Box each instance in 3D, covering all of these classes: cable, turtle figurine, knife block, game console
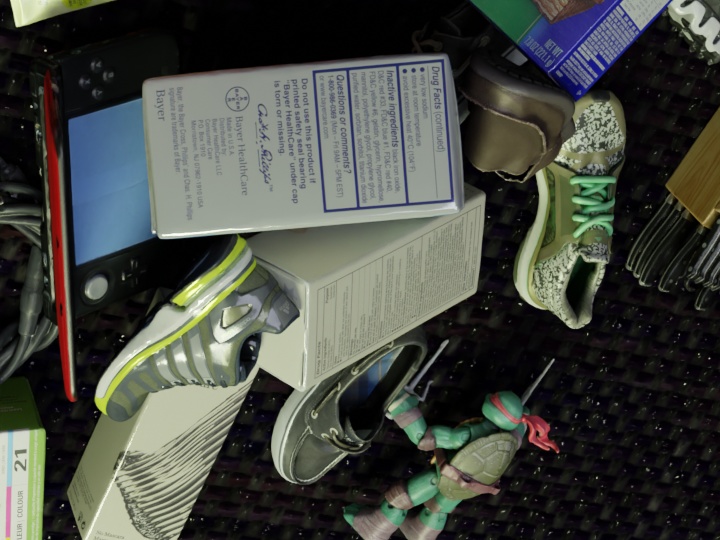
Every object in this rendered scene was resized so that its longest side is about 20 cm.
[{"bbox_3d":[-0.293,0.017,1.245,0.200,0.051,0.163,-41,130,-1],"label":"cable"},{"bbox_3d":[0.079,0.148,1.443,0.149,0.101,0.201,24,113,-32],"label":"turtle figurine"},{"bbox_3d":[0.299,-0.074,1.426,0.064,0.175,0.202,23,64,-32],"label":"knife block"},{"bbox_3d":[-0.163,-0.042,1.179,0.172,0.118,0.202,-22,127,-38],"label":"game console"}]

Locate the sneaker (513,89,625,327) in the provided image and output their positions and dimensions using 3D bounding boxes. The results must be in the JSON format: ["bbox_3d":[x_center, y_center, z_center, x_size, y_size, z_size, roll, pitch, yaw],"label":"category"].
[{"bbox_3d":[0.180,-0.043,1.360,0.076,0.089,0.202,-5,120,-19],"label":"sneaker"}]

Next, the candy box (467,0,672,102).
[{"bbox_3d":[0.152,-0.249,1.183,0.200,0.169,0.077,-47,157,8],"label":"candy box"}]

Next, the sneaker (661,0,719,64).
[{"bbox_3d":[0.241,-0.246,1.291,0.091,0.067,0.200,-45,129,5],"label":"sneaker"}]

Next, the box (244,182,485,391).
[{"bbox_3d":[0.000,0.000,1.277,0.199,0.077,0.096,-26,131,-42],"label":"box"}]

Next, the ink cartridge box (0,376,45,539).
[{"bbox_3d":[-0.342,0.168,1.291,0.198,0.076,0.149,-5,121,-21],"label":"ink cartridge box"}]

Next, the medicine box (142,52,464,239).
[{"bbox_3d":[-0.032,-0.085,1.156,0.198,0.182,0.104,-4,95,4],"label":"medicine box"}]

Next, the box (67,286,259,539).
[{"bbox_3d":[-0.153,0.119,1.344,0.082,0.068,0.201,14,114,-28],"label":"box"}]

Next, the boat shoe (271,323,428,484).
[{"bbox_3d":[-0.005,0.110,1.387,0.070,0.066,0.201,19,120,-34],"label":"boat shoe"}]

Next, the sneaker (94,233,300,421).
[{"bbox_3d":[-0.119,0.058,1.214,0.081,0.074,0.200,42,132,-6],"label":"sneaker"}]

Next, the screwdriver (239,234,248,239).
[{"bbox_3d":[-0.065,-0.012,1.323,0.199,0.029,0.028,27,92,-33],"label":"screwdriver"}]

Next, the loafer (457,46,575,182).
[{"bbox_3d":[0.108,-0.098,1.209,0.071,0.073,0.200,-59,162,1],"label":"loafer"}]

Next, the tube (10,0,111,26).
[{"bbox_3d":[-0.142,-0.215,1.163,0.198,0.052,0.059,-13,92,-10],"label":"tube"}]

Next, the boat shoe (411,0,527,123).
[{"bbox_3d":[0.066,-0.158,1.271,0.200,0.071,0.064,-42,127,-4],"label":"boat shoe"}]
